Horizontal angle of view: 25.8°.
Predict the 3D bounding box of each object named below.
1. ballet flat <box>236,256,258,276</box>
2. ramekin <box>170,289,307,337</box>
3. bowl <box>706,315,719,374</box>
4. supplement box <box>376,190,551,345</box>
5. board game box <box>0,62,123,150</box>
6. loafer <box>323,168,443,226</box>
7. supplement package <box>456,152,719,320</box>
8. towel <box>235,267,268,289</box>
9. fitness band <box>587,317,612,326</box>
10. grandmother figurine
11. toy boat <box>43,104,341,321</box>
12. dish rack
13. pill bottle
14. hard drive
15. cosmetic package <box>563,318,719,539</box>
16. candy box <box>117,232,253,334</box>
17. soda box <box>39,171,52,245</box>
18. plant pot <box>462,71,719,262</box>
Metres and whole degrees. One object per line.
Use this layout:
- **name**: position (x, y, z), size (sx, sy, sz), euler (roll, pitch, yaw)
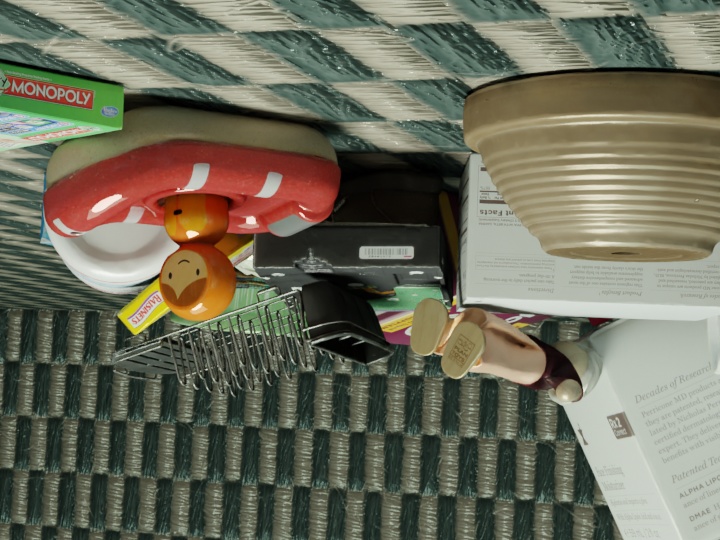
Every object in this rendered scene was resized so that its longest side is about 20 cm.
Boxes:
- **ballet flat**: position (-0.085, -0.026, 1.500), size (0.073, 0.073, 0.200), euler (0, 176, 31)
- **ramekin**: position (-0.112, 0.017, 1.781), size (0.200, 0.098, 0.200), euler (6, -179, 0)
- **bowl**: position (0.324, 0.033, 1.239), size (0.090, 0.202, 0.201), euler (0, 175, 6)
- **supplement box**: position (0.076, 0.004, 1.442), size (0.131, 0.103, 0.200), euler (-22, 163, 30)
- **board game box**: position (-0.259, -0.100, 0.979), size (0.134, 0.029, 0.200), euler (5, 174, -43)
- **loafer**: position (-0.003, -0.041, 1.304), size (0.073, 0.071, 0.200), euler (5, 175, -26)
- **supplement package**: position (0.177, -0.022, 1.209), size (0.200, 0.111, 0.156), euler (3, 175, 1)
- **towel**: position (-0.102, -0.014, 1.593), size (0.200, 0.022, 0.147), euler (5, -157, -47)
- **fitness band**: position (0.287, 0.000, 1.406), size (0.144, 0.037, 0.200), euler (-23, 175, -42)
- **grandmother figurine**: position (0.129, 0.069, 1.235), size (0.200, 0.061, 0.121), euler (15, -156, -51)
- **toy boat**: position (-0.112, -0.031, 1.047), size (0.200, 0.131, 0.130), euler (4, 166, -31)
- **dish rack**: position (-0.087, 0.062, 1.217), size (0.200, 0.055, 0.153), euler (-18, 165, 13)
- **pill bottle**: position (-0.184, -0.038, 1.214), size (0.109, 0.109, 0.200), euler (3, 176, -7)
- **hard drive**: position (0.000, 0.000, 1.223), size (0.139, 0.038, 0.200), euler (0, 168, 7)
- **cosmetic package**: position (0.290, 0.125, 1.389), size (0.165, 0.200, 0.165), euler (-24, 174, -11)
- **candy box**: position (-0.104, -0.016, 1.224), size (0.102, 0.026, 0.200), euler (-41, 180, 27)
- **soda box**: position (-0.208, -0.044, 1.416), size (0.068, 0.064, 0.200), euler (1, 176, 20)
- **plant pot**: position (0.160, -0.055, 0.943), size (0.200, 0.093, 0.201), euler (3, 176, 0)
